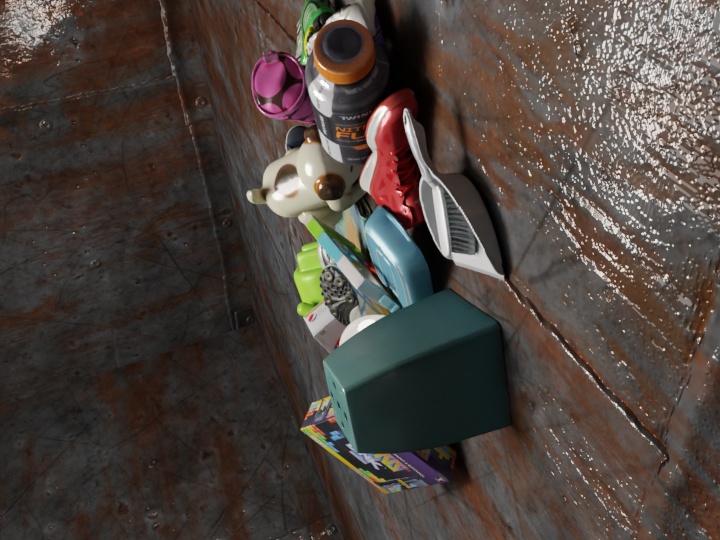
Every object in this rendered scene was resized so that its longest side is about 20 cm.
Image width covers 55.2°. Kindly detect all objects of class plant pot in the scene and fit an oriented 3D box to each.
[{"bbox_3d":[0.063,0.138,0.865,0.141,0.196,0.144,-140,35,-64],"label":"plant pot"}]

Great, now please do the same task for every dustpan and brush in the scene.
[{"bbox_3d":[0.093,-0.087,0.781,0.139,0.056,0.204,-155,50,-71],"label":"dustpan and brush"}]

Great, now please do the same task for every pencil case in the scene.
[{"bbox_3d":[-0.086,-0.257,0.971,0.200,0.089,0.096,-37,-56,-74],"label":"pencil case"}]

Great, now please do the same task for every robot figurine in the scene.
[{"bbox_3d":[-0.061,0.044,1.372,0.176,0.113,0.203,-70,-36,-67],"label":"robot figurine"}]

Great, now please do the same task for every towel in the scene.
[{"bbox_3d":[-0.016,-0.082,1.267,0.202,0.021,0.148,94,156,-53],"label":"towel"}]

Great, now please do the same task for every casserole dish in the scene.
[{"bbox_3d":[0.052,-0.005,0.958,0.122,0.038,0.201,52,171,28],"label":"casserole dish"}]

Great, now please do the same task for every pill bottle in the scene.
[{"bbox_3d":[-0.013,-0.223,0.864,0.200,0.104,0.108,75,173,-72],"label":"pill bottle"}]

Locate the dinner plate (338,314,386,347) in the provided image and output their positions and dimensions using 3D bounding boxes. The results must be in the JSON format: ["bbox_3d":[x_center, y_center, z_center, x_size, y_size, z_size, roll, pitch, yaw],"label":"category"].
[{"bbox_3d":[0.047,0.160,1.054,0.197,0.024,0.204,16,125,24],"label":"dinner plate"}]

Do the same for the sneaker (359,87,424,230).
[{"bbox_3d":[0.063,-0.130,0.873,0.116,0.078,0.201,53,163,18],"label":"sneaker"}]

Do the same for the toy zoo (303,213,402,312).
[{"bbox_3d":[0.000,0.000,1.066,0.131,0.021,0.200,32,-166,-52],"label":"toy zoo"}]

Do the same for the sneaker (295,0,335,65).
[{"bbox_3d":[-0.068,-0.351,1.096,0.201,0.076,0.087,118,143,-60],"label":"sneaker"}]

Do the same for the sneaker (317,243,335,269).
[{"bbox_3d":[0.002,0.017,1.192,0.202,0.075,0.087,56,160,-6],"label":"sneaker"}]

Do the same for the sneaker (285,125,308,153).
[{"bbox_3d":[-0.090,-0.185,1.303,0.079,0.077,0.204,127,125,-85],"label":"sneaker"}]

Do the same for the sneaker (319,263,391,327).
[{"bbox_3d":[0.010,0.062,1.081,0.071,0.073,0.201,-25,115,40],"label":"sneaker"}]

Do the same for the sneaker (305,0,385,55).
[{"bbox_3d":[-0.019,-0.302,0.944,0.085,0.080,0.200,64,170,-11],"label":"sneaker"}]

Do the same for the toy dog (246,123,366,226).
[{"bbox_3d":[-0.071,-0.158,1.074,0.199,0.190,0.143,-19,74,63],"label":"toy dog"}]

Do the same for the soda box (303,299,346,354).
[{"bbox_3d":[-0.016,0.135,1.246,0.200,0.068,0.064,49,-178,-38],"label":"soda box"}]

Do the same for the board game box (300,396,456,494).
[{"bbox_3d":[0.028,0.272,1.096,0.199,0.057,0.164,40,141,-17],"label":"board game box"}]
